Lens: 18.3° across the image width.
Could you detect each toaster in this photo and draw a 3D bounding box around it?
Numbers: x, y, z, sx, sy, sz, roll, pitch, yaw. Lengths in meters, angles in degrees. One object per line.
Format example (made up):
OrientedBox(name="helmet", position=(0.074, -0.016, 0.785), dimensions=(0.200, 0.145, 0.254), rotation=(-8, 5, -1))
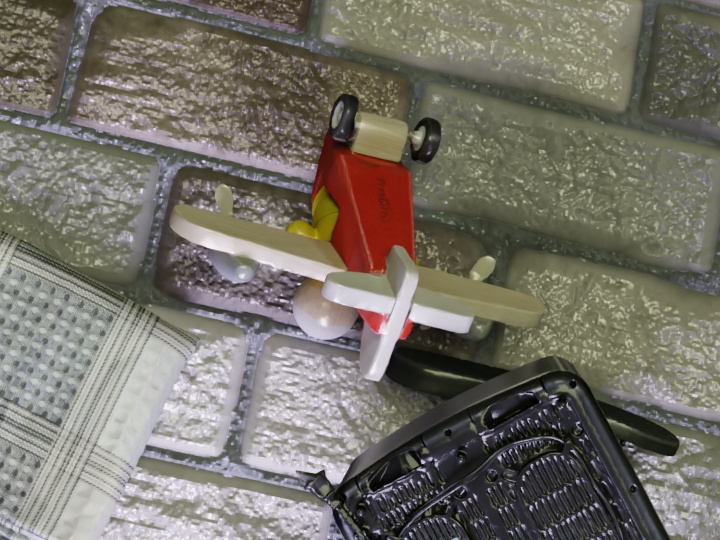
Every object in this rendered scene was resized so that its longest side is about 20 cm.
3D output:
OrientedBox(name="toaster", position=(0.088, 0.160, 1.398), dimensions=(0.180, 0.119, 0.201), rotation=(-29, 94, 4))

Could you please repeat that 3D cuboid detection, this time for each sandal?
OrientedBox(name="sandal", position=(0.111, 0.099, 1.489), dimensions=(0.199, 0.075, 0.048), rotation=(15, 99, 0))

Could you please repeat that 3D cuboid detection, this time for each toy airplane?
OrientedBox(name="toy airplane", position=(0.000, 0.000, 1.445), dimensions=(0.200, 0.141, 0.199), rotation=(43, 39, 15))

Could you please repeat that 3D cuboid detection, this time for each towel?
OrientedBox(name="towel", position=(-0.229, 0.083, 1.431), dimensions=(0.192, 0.035, 0.201), rotation=(29, 73, -4))
